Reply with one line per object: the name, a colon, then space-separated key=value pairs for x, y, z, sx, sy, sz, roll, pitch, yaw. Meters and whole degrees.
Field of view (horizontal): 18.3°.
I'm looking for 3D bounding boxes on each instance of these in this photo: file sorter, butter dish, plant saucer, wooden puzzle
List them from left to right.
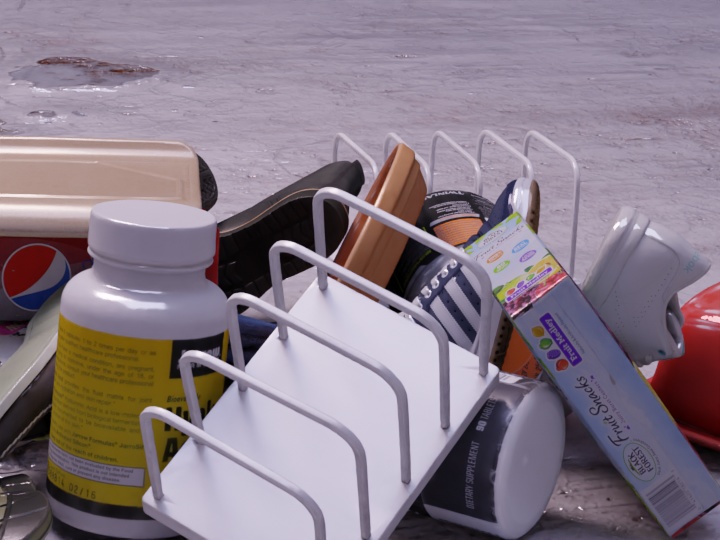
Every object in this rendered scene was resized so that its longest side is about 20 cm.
wooden puzzle: x=-0.207 y=-0.055 z=1.615 sx=0.183 sy=0.038 sz=0.200 roll=1 pitch=17 yaw=-5
file sorter: x=-0.025 y=0.074 z=1.352 sx=0.138 sy=0.125 sz=0.200 roll=27 pitch=60 yaw=20
plant saucer: x=0.000 y=0.000 z=1.701 sx=0.037 sy=0.201 sz=0.200 roll=26 pitch=18 yaw=-3
file sorter: x=0.081 y=-0.051 z=1.961 sx=0.198 sy=0.126 sz=0.139 roll=-2 pitch=19 yaw=-18
butter dish: x=0.312 y=0.052 z=1.643 sx=0.199 sy=0.149 sz=0.199 roll=17 pitch=22 yaw=38

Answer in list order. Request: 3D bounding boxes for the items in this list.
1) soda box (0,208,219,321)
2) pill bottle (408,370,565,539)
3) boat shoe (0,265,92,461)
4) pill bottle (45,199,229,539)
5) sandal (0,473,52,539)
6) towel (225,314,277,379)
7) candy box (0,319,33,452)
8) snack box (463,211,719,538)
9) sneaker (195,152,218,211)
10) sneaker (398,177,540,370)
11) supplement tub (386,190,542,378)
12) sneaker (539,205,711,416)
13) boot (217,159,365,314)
soda box: x=-0.204 y=-0.005 z=1.621 sx=0.198 sy=0.071 sz=0.063 roll=-1 pitch=15 yaw=-15
pill bottle: x=0.028 y=0.106 z=1.498 sx=0.199 sy=0.107 sz=0.106 roll=12 pitch=20 yaw=28
boat shoe: x=-0.209 y=0.076 z=1.502 sx=0.071 sy=0.061 sz=0.202 roll=-25 pitch=22 yaw=39
pill bottle: x=-0.141 y=0.061 z=1.438 sx=0.110 sy=0.202 sz=0.111 roll=5 pitch=13 yaw=-1
sandal: x=-0.225 y=0.165 z=1.365 sx=0.079 sy=0.058 sz=0.201 roll=-5 pitch=4 yaw=-5
towel: x=-0.159 y=0.042 z=1.737 sx=0.199 sy=0.049 sz=0.111 roll=14 pitch=2 yaw=33
candy box: x=-0.275 y=0.057 z=1.650 sx=0.199 sy=0.072 sz=0.167 roll=15 pitch=21 yaw=33
snack box: x=0.156 y=0.069 z=1.506 sx=0.053 sy=0.201 sz=0.142 roll=-36 pitch=21 yaw=1
sneaker: x=-0.210 y=-0.030 z=1.774 sx=0.114 sy=0.077 sz=0.199 roll=-34 pitch=-3 yaw=39
sneaker: x=0.058 y=0.020 z=1.602 sx=0.108 sy=0.202 sz=0.070 roll=16 pitch=-2 yaw=12
supplement tub: x=0.084 y=0.020 z=1.745 sx=0.121 sy=0.124 sz=0.200 roll=1 pitch=18 yaw=-8
sneaker: x=0.188 y=0.049 z=1.610 sx=0.088 sy=0.201 sz=0.075 roll=25 pitch=45 yaw=4
boot: x=-0.088 y=-0.023 z=1.848 sx=0.198 sy=0.078 sz=0.138 roll=-18 pitch=15 yaw=18
